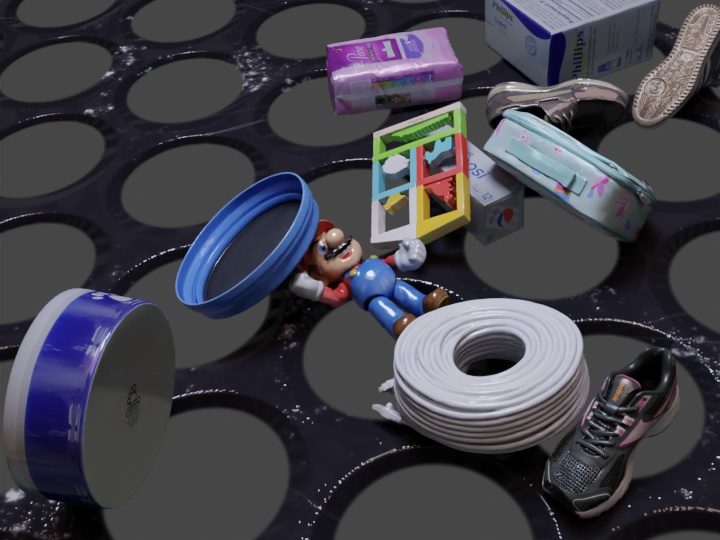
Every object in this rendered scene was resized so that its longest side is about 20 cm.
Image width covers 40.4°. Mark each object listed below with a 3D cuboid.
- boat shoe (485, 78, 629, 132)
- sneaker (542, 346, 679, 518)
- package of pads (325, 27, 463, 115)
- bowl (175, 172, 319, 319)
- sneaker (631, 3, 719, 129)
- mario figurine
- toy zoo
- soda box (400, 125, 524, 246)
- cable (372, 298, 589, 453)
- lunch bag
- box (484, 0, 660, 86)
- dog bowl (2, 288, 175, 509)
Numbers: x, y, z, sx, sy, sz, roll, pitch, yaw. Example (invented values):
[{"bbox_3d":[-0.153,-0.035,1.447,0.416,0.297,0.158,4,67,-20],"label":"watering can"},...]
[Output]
[{"bbox_3d":[0.270,-0.214,1.356,0.198,0.075,0.074,1,51,22],"label":"boat shoe"},{"bbox_3d":[0.241,0.142,0.940,0.080,0.087,0.200,22,50,31],"label":"sneaker"},{"bbox_3d":[0.048,-0.299,1.466,0.198,0.076,0.121,-9,39,-3],"label":"package of pads"},{"bbox_3d":[-0.131,-0.027,1.143,0.200,0.039,0.202,-31,32,22],"label":"bowl"},{"bbox_3d":[0.460,-0.267,1.395,0.070,0.108,0.201,30,83,31],"label":"sneaker"},{"bbox_3d":[0.000,0.000,1.110,0.199,0.107,0.123,33,19,26],"label":"mario figurine"},{"bbox_3d":[0.073,-0.105,1.216,0.130,0.020,0.202,-17,56,28],"label":"toy zoo"},{"bbox_3d":[0.128,-0.119,1.259,0.063,0.069,0.200,-25,44,-18],"label":"soda box"},{"bbox_3d":[0.130,0.100,0.993,0.199,0.070,0.199,-34,37,-31],"label":"cable"},{"bbox_3d":[0.252,-0.114,1.168,0.200,0.160,0.077,37,99,35],"label":"lunch bag"},{"bbox_3d":[0.320,-0.380,1.500,0.198,0.106,0.184,-21,44,-17],"label":"box"},{"bbox_3d":[-0.252,0.122,0.938,0.078,0.201,0.201,8,43,12],"label":"dog bowl"}]
